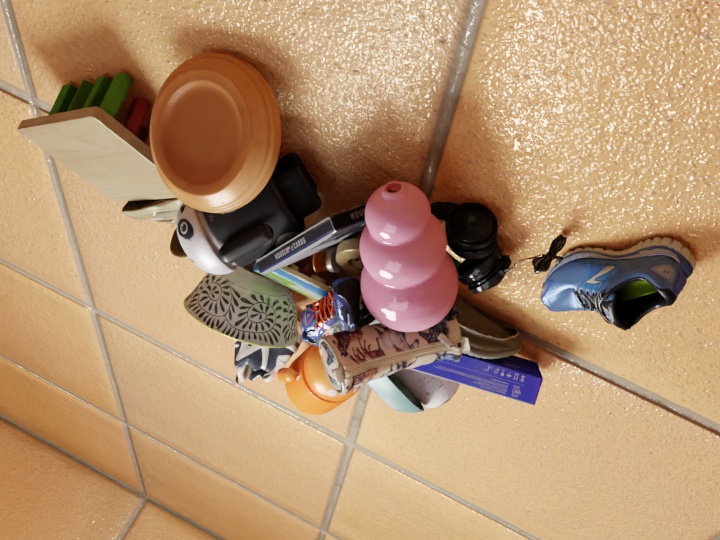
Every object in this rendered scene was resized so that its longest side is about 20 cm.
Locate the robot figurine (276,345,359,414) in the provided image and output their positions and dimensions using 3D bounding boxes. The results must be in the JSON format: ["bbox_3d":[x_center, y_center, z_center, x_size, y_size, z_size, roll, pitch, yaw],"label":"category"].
[{"bbox_3d":[-0.065,0.188,1.482,0.143,0.117,0.200,36,147,-7],"label":"robot figurine"}]

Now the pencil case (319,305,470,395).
[{"bbox_3d":[0.041,0.102,1.093,0.089,0.198,0.079,6,108,65],"label":"pencil case"}]

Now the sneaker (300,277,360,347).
[{"bbox_3d":[-0.044,0.069,1.167,0.077,0.076,0.201,3,153,-8],"label":"sneaker"}]

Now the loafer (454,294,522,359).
[{"bbox_3d":[0.139,0.073,1.196,0.197,0.075,0.071,13,102,0],"label":"loafer"}]

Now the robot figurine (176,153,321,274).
[{"bbox_3d":[-0.156,-0.079,1.144,0.126,0.198,0.150,62,-174,5],"label":"robot figurine"}]

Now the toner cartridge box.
[{"bbox_3d":[0.160,0.136,1.219,0.197,0.044,0.095,16,-171,5],"label":"toner cartridge box"}]

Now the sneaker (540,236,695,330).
[{"bbox_3d":[0.291,0.022,0.992,0.079,0.090,0.199,45,145,-20],"label":"sneaker"}]

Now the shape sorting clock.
[{"bbox_3d":[-0.085,0.011,1.273,0.198,0.040,0.200,23,172,3],"label":"shape sorting clock"}]

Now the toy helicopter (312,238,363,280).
[{"bbox_3d":[0.000,0.000,1.205,0.130,0.080,0.200,5,161,1],"label":"toy helicopter"}]

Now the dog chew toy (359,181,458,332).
[{"bbox_3d":[0.054,-0.021,1.016,0.123,0.125,0.202,13,138,25],"label":"dog chew toy"}]

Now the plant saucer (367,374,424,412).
[{"bbox_3d":[0.024,0.157,1.336,0.200,0.036,0.200,50,-177,-3],"label":"plant saucer"}]

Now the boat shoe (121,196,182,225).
[{"bbox_3d":[-0.303,-0.100,1.336,0.198,0.073,0.065,-6,132,36],"label":"boat shoe"}]

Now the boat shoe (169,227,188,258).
[{"bbox_3d":[-0.239,-0.047,1.353,0.066,0.075,0.199,23,165,-39],"label":"boat shoe"}]

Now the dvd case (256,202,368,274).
[{"bbox_3d":[-0.034,-0.051,1.115,0.199,0.149,0.025,-24,89,52],"label":"dvd case"}]

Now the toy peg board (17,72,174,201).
[{"bbox_3d":[-0.362,-0.200,1.251,0.198,0.099,0.199,2,153,39],"label":"toy peg board"}]

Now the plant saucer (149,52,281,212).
[{"bbox_3d":[-0.193,-0.174,1.060,0.198,0.037,0.203,3,96,25],"label":"plant saucer"}]

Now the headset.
[{"bbox_3d":[0.159,-0.034,1.064,0.199,0.094,0.124,21,147,45],"label":"headset"}]

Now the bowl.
[{"bbox_3d":[-0.180,0.039,1.369,0.198,0.095,0.201,21,-168,-5],"label":"bowl"}]

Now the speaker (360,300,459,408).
[{"bbox_3d":[0.071,0.125,1.321,0.081,0.082,0.200,-13,127,48],"label":"speaker"}]

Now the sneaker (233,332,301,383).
[{"bbox_3d":[-0.210,0.131,1.490,0.197,0.130,0.080,25,164,21],"label":"sneaker"}]
